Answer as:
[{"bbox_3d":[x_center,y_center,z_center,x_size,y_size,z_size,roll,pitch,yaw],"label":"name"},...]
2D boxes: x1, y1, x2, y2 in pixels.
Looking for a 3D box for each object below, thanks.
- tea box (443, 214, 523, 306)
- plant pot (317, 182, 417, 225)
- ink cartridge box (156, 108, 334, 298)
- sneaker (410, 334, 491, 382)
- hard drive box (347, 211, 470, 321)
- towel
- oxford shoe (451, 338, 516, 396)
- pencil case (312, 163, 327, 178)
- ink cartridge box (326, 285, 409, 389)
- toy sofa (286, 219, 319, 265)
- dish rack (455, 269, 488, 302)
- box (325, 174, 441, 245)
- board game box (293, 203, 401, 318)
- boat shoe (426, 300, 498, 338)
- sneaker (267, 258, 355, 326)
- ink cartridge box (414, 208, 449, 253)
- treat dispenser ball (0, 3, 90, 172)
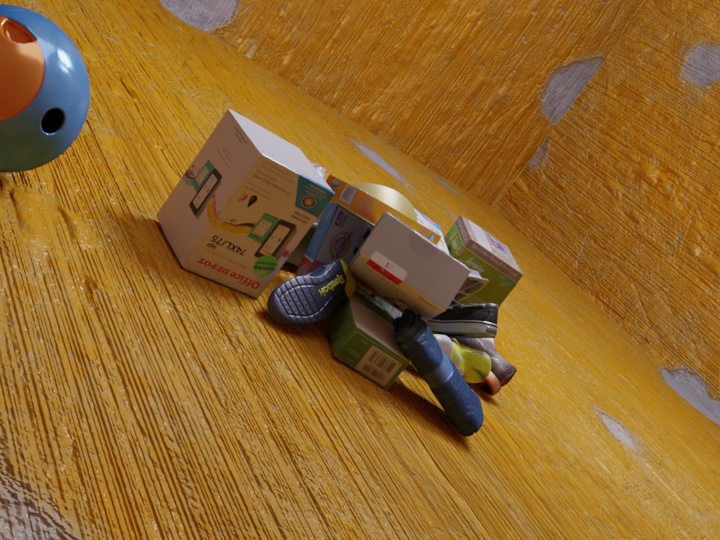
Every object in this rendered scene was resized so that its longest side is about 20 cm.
[{"bbox_3d":[0.210,0.020,2.041,0.133,0.197,0.200,34,13,-10],"label":"tea box"},{"bbox_3d":[0.005,-0.034,1.795,0.199,0.200,0.143,29,40,-29],"label":"plant pot"},{"bbox_3d":[-0.171,-0.095,1.460,0.146,0.200,0.146,25,19,-40],"label":"ink cartridge box"},{"bbox_3d":[0.129,0.146,1.725,0.199,0.076,0.105,23,-2,-39],"label":"sneaker"},{"bbox_3d":[0.067,0.001,1.546,0.155,0.077,0.200,34,-12,0],"label":"hard drive box"},{"bbox_3d":[0.121,0.154,1.530,0.201,0.048,0.112,56,7,-10],"label":"towel"},{"bbox_3d":[0.201,0.138,1.842,0.200,0.073,0.071,48,-18,20],"label":"oxford shoe"},{"bbox_3d":[-0.160,-0.218,2.164,0.200,0.088,0.087,19,21,-49],"label":"pencil case"},{"bbox_3d":[0.006,0.095,1.564,0.104,0.059,0.200,34,14,-18],"label":"ink cartridge box"},{"bbox_3d":[-0.130,-0.061,1.665,0.097,0.083,0.200,31,8,34],"label":"toy sofa"},{"bbox_3d":[0.129,0.037,1.830,0.200,0.171,0.044,8,55,-62],"label":"dish rack"},{"bbox_3d":[0.041,-0.086,1.629,0.199,0.042,0.119,26,4,-30],"label":"box"},{"bbox_3d":[0.000,0.000,1.673,0.199,0.154,0.040,29,-10,-29],"label":"board game box"},{"bbox_3d":[0.156,0.083,1.779,0.199,0.064,0.071,1,-16,34],"label":"boat shoe"},{"bbox_3d":[-0.085,0.043,1.509,0.200,0.082,0.074,-23,91,-58],"label":"sneaker"},{"bbox_3d":[0.075,-0.046,2.035,0.147,0.145,0.200,34,14,-12],"label":"ink cartridge box"},{"bbox_3d":[-0.433,-0.221,1.222,0.200,0.201,0.201,34,13,-9],"label":"treat dispenser ball"}]
